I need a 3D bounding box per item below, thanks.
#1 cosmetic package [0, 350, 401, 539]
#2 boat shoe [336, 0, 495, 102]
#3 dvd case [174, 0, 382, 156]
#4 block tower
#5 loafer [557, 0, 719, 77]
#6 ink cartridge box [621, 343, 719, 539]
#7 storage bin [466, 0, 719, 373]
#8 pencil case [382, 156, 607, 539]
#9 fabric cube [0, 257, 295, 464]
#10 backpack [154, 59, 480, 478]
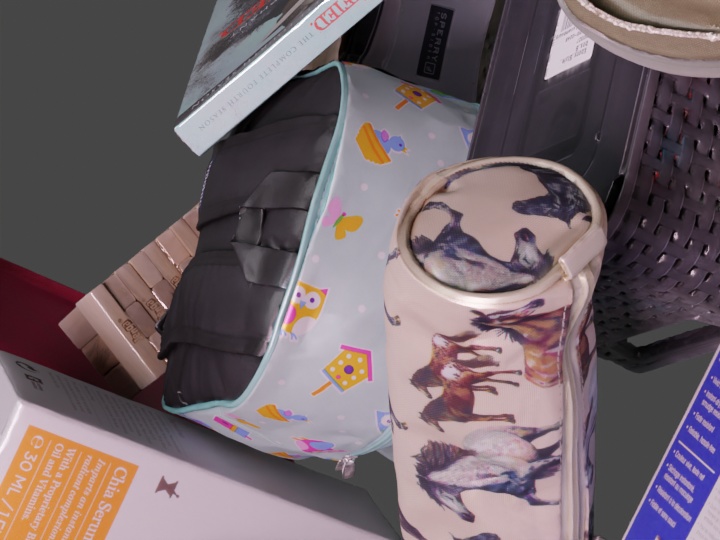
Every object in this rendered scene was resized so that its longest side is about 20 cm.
[{"bbox_3d":[-0.092,0.123,1.255,0.102,0.199,0.071,-64,23,9],"label":"cosmetic package"},{"bbox_3d":[0.017,-0.094,1.374,0.091,0.071,0.201,20,92,70],"label":"boat shoe"},{"bbox_3d":[-0.018,-0.137,1.293,0.146,0.022,0.200,-39,17,18],"label":"dvd case"},{"bbox_3d":[-0.065,-0.012,1.379,0.200,0.054,0.058,-41,2,-39],"label":"block tower"},{"bbox_3d":[0.154,-0.112,0.966,0.199,0.070,0.076,4,68,31],"label":"loafer"},{"bbox_3d":[0.133,0.093,0.989,0.201,0.037,0.095,-67,21,10],"label":"ink cartridge box"},{"bbox_3d":[0.120,-0.074,1.099,0.135,0.093,0.201,-22,50,61],"label":"storage bin"},{"bbox_3d":[0.055,0.053,1.025,0.078,0.089,0.201,-47,-35,-40],"label":"pencil case"},{"bbox_3d":[-0.159,0.139,1.400,0.200,0.199,0.196,-59,23,16],"label":"fabric cube"},{"bbox_3d":[0.000,0.000,1.216,0.200,0.153,0.177,146,143,-79],"label":"backpack"}]
